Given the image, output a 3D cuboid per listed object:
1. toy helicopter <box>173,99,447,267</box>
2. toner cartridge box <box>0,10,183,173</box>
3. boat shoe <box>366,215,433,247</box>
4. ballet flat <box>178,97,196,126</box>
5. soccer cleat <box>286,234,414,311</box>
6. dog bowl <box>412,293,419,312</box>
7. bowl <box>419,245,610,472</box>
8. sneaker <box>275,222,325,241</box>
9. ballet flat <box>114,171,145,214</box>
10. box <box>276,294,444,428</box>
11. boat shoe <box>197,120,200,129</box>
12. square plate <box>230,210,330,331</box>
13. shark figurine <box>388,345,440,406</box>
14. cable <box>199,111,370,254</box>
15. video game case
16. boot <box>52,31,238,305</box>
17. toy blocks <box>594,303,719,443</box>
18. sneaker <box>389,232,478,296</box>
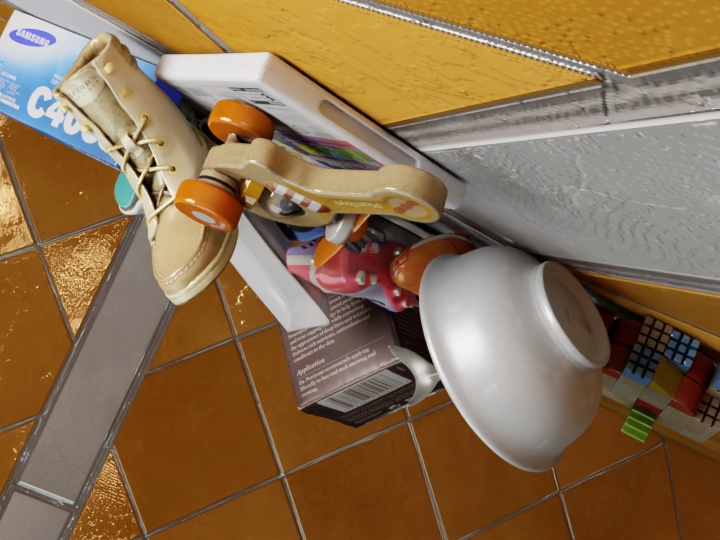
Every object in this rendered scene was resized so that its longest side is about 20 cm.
[{"bbox_3d":[-0.021,-0.047,0.609,0.198,0.080,0.132,7,159,42],"label":"toy helicopter"},{"bbox_3d":[-0.263,-0.165,0.842,0.197,0.096,0.043,24,176,25],"label":"toner cartridge box"},{"bbox_3d":[0.001,-0.043,0.978,0.197,0.060,0.072,26,176,14],"label":"boat shoe"},{"bbox_3d":[-0.253,-0.167,0.913,0.198,0.073,0.072,18,173,33],"label":"ballet flat"},{"bbox_3d":[0.000,0.000,0.873,0.075,0.068,0.199,4,175,21],"label":"soccer cleat"},{"bbox_3d":[0.130,0.037,1.122,0.197,0.075,0.200,26,176,2],"label":"dog bowl"},{"bbox_3d":[0.145,0.056,0.761,0.090,0.204,0.200,-33,128,32],"label":"bowl"},{"bbox_3d":[-0.062,-0.077,0.872,0.199,0.070,0.079,-5,122,56],"label":"sneaker"},{"bbox_3d":[-0.196,-0.079,0.898,0.069,0.071,0.199,27,171,-24],"label":"ballet flat"},{"bbox_3d":[0.000,0.079,1.223,0.164,0.164,0.203,29,-140,-56],"label":"box"},{"bbox_3d":[-0.175,-0.132,0.980,0.196,0.074,0.072,17,174,-13],"label":"boat shoe"},{"bbox_3d":[-0.107,-0.026,0.926,0.201,0.028,0.198,52,163,-6],"label":"square plate"},{"bbox_3d":[0.122,0.087,0.985,0.126,0.091,0.214,-20,-177,-22],"label":"shark figurine"},{"bbox_3d":[-0.067,-0.089,0.783,0.198,0.051,0.097,32,166,33],"label":"cable"},{"bbox_3d":[-0.042,-0.105,0.670,0.181,0.023,0.199,29,175,-33],"label":"video game case"},{"bbox_3d":[-0.161,-0.082,0.677,0.156,0.072,0.202,50,-161,-35],"label":"boot"},{"bbox_3d":[0.271,0.092,0.845,0.197,0.101,0.137,25,165,16],"label":"toy blocks"},{"bbox_3d":[0.106,0.019,0.873,0.198,0.073,0.078,18,-141,-43],"label":"sneaker"}]
